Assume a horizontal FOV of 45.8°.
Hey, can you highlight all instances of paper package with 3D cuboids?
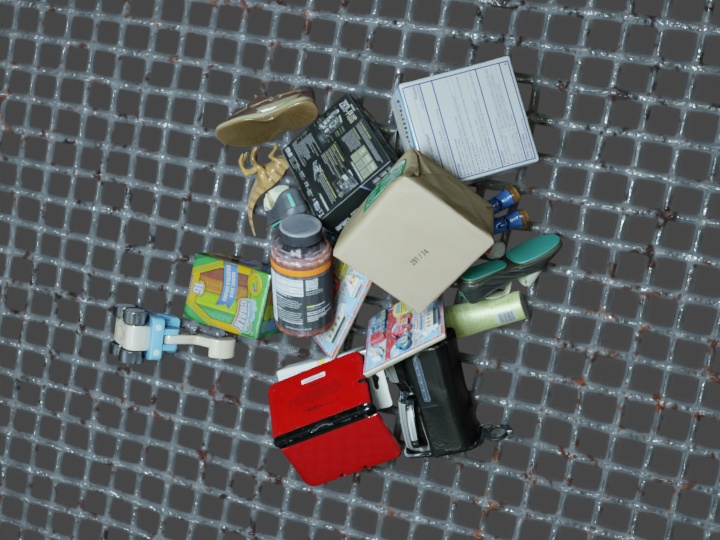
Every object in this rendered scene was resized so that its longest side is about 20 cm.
[{"bbox_3d":[0.088,-0.060,1.370,0.190,0.104,0.200,33,125,-15],"label":"paper package"}]

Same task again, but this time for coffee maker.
[{"bbox_3d":[0.144,0.206,1.486,0.191,0.135,0.201,-15,100,-2],"label":"coffee maker"}]

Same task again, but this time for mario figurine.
[{"bbox_3d":[0.189,-0.078,1.499,0.199,0.106,0.124,-22,54,5],"label":"mario figurine"}]

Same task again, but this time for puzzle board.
[{"bbox_3d":[-0.054,0.037,1.521,0.151,0.017,0.201,48,126,37],"label":"puzzle board"},{"bbox_3d":[0.074,0.096,1.461,0.150,0.200,0.017,-29,109,15],"label":"puzzle board"}]

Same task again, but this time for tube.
[{"bbox_3d":[0.194,0.084,1.512,0.199,0.052,0.058,-17,49,19],"label":"tube"}]

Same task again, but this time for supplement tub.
[{"bbox_3d":[-0.098,0.007,1.437,0.106,0.107,0.201,11,125,14],"label":"supplement tub"}]

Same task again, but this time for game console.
[{"bbox_3d":[-0.048,0.267,1.527,0.199,0.119,0.173,-23,56,18],"label":"game console"}]

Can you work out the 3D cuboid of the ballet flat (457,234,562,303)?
[{"bbox_3d":[0.259,0.001,1.469,0.199,0.068,0.069,-22,121,-9],"label":"ballet flat"}]

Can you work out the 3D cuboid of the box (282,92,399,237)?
[{"bbox_3d":[-0.025,-0.181,1.483,0.164,0.086,0.200,-40,50,14],"label":"box"}]

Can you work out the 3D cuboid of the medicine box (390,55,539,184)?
[{"bbox_3d":[0.173,-0.239,1.436,0.199,0.103,0.183,-16,89,-5],"label":"medicine box"}]

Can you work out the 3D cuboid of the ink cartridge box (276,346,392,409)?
[{"bbox_3d":[-0.040,0.212,1.567,0.199,0.067,0.117,-15,90,16],"label":"ink cartridge box"}]

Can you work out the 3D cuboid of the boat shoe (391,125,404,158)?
[{"bbox_3d":[0.086,-0.161,1.511,0.071,0.068,0.201,0,94,14],"label":"boat shoe"}]

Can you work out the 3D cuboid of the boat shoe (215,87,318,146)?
[{"bbox_3d":[-0.174,-0.290,1.578,0.199,0.072,0.072,-18,52,15],"label":"boat shoe"}]

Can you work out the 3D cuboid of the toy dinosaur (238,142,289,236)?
[{"bbox_3d":[-0.180,-0.171,1.584,0.106,0.060,0.200,44,103,7],"label":"toy dinosaur"}]

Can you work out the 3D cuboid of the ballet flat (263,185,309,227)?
[{"bbox_3d":[-0.135,-0.118,1.511,0.073,0.200,0.073,0,91,-14],"label":"ballet flat"}]

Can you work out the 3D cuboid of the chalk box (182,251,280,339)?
[{"bbox_3d":[-0.201,0.049,1.564,0.199,0.124,0.125,14,97,17],"label":"chalk box"}]

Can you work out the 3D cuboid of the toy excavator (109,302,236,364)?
[{"bbox_3d":[-0.360,0.126,1.634,0.194,0.199,0.100,15,101,58],"label":"toy excavator"}]
